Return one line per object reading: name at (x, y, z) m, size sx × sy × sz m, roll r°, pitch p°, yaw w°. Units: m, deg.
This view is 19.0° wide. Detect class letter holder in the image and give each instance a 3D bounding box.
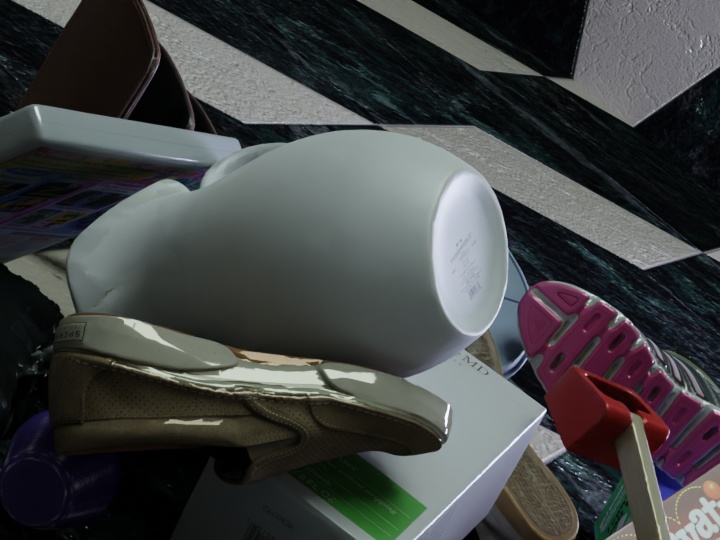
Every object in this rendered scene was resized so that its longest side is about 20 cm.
letter holder at (-0.151, -0.109, 1.479) m, size 0.100 × 0.143 × 0.200 m, roll 25°, pitch 15°, yaw -26°

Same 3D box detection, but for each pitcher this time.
pitcher at (-0.022, -0.020, 1.074) m, size 0.198 × 0.122 × 0.172 m, roll -2°, pitch 34°, yaw 32°

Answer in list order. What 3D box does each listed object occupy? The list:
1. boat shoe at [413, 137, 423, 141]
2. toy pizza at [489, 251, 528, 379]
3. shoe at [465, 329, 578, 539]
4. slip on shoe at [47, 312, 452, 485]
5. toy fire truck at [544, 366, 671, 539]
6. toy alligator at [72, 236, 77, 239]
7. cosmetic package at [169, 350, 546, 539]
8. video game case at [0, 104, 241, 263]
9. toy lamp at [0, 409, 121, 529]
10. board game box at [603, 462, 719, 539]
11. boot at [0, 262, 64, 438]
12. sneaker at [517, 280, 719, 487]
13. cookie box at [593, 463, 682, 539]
boat shoe at (0.000, 0.000, 1.205) m, size 0.068 × 0.200 × 0.073 m, roll -7°, pitch 62°, yaw -15°
toy pizza at (0.024, 0.006, 1.418) m, size 0.199 × 0.032 × 0.201 m, roll 19°, pitch 40°, yaw -17°
shoe at (0.061, 0.090, 1.309) m, size 0.070 × 0.053 × 0.201 m, roll -14°, pitch 70°, yaw -42°
slip on shoe at (-0.049, 0.069, 0.981) m, size 0.199 × 0.061 × 0.076 m, roll 16°, pitch -17°, yaw -31°
toy fire truck at (0.119, 0.163, 1.086) m, size 0.048 × 0.141 × 0.201 m, roll 22°, pitch 28°, yaw -34°
toy alligator at (-0.109, 0.007, 1.343) m, size 0.198 × 0.060 × 0.054 m, roll 23°, pitch -29°, yaw 0°
cosmetic package at (0.002, 0.107, 1.101) m, size 0.107 × 0.085 × 0.200 m, roll 34°, pitch 31°, yaw 12°
video game case at (-0.185, -0.041, 1.147) m, size 0.200 × 0.181 × 0.024 m, roll 4°, pitch 68°, yaw -63°
toy lamp at (-0.128, 0.082, 1.053) m, size 0.058 × 0.058 × 0.200 m, roll 33°, pitch 15°, yaw 3°
board game box at (0.202, 0.181, 1.258) m, size 0.199 × 0.019 × 0.103 m, roll -27°, pitch 71°, yaw -37°
boot at (-0.230, 0.014, 1.035) m, size 0.198 × 0.074 × 0.163 m, roll 36°, pitch 14°, yaw -5°
sneaker at (0.181, 0.076, 1.422) m, size 0.199 × 0.074 × 0.087 m, roll 37°, pitch 9°, yaw -8°
cookie box at (0.240, 0.212, 1.381) m, size 0.170 × 0.076 × 0.200 m, roll 30°, pitch 13°, yaw -5°
